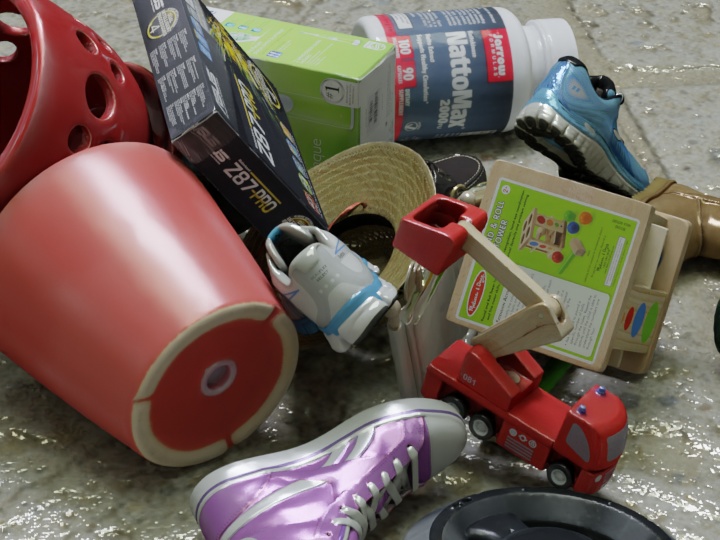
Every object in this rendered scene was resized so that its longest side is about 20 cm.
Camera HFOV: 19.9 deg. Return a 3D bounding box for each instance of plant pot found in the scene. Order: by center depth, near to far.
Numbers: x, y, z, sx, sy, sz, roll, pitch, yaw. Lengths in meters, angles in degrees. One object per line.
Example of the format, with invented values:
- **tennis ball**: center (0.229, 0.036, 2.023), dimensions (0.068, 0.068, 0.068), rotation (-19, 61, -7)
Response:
- **plant pot**: center (-0.150, 0.033, 1.472), dimensions (0.200, 0.201, 0.177), rotation (-20, 45, -33)
- **plant pot**: center (-0.251, -0.101, 1.561), dimensions (0.200, 0.201, 0.182), rotation (29, 3, 39)

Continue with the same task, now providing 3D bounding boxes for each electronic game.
- **electronic game**: center (0.124, 0.196, 1.328), dimensions (0.199, 0.042, 0.200), rotation (4, 22, -1)

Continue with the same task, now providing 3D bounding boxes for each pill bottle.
- **pill bottle**: center (0.097, -0.186, 1.922), dimensions (0.200, 0.120, 0.120), rotation (-6, 30, -13)

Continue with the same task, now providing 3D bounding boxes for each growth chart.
- **growth chart**: center (0.060, 0.027, 1.528), dimensions (0.018, 0.145, 0.200), rotation (5, 31, 20)

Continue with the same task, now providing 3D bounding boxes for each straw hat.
- **straw hat**: center (0.000, 0.000, 1.611), dimensions (0.201, 0.085, 0.201), rotation (-25, 44, 26)

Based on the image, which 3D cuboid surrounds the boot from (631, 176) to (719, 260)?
- **boot**: center (0.320, -0.019, 1.696), dimensions (0.200, 0.066, 0.175), rotation (15, 32, 19)

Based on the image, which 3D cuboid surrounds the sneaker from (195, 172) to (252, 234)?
- **sneaker**: center (-0.157, -0.011, 1.662), dimensions (0.200, 0.075, 0.116), rotation (-17, 38, -12)

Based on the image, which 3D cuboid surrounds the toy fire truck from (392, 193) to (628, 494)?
- **toy fire truck**: center (0.105, 0.051, 1.416), dimensions (0.200, 0.141, 0.049), rotation (31, 39, 19)

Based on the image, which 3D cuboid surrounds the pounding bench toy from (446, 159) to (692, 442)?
- **pounding bench toy**: center (0.152, 0.036, 1.545), dimensions (0.124, 0.200, 0.156), rotation (18, 2, 22)

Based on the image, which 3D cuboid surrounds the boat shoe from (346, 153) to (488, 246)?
- **boat shoe**: center (0.049, -0.065, 1.762), dimensions (0.073, 0.065, 0.200), rotation (17, 32, 28)

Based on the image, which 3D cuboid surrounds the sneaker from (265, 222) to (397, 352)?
- **sneaker**: center (-0.033, -0.002, 1.464), dimensions (0.075, 0.087, 0.200), rotation (-46, 11, -7)

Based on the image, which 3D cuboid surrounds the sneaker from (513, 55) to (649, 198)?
- **sneaker**: center (0.209, -0.120, 1.767), dimensions (0.078, 0.090, 0.200), rotation (17, -12, 32)

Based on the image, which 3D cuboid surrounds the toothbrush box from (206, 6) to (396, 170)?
- **toothbrush box**: center (-0.076, -0.137, 1.802), dimensions (0.200, 0.146, 0.086), rotation (15, 33, 21)

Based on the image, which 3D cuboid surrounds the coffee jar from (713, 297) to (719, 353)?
- **coffee jar**: center (0.370, 0.061, 1.535), dimensions (0.104, 0.086, 0.200), rotation (-17, 34, -36)

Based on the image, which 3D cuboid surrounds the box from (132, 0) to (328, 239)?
- **box**: center (-0.105, -0.124, 1.611), dimensions (0.049, 0.161, 0.200), rotation (-34, 42, 13)

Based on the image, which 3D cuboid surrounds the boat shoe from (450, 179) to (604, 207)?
- **boat shoe**: center (0.120, -0.040, 1.726), dimensions (0.200, 0.073, 0.063), rotation (-9, 22, -39)

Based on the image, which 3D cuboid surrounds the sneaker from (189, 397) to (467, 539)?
- **sneaker**: center (-0.001, 0.161, 1.366), dimensions (0.200, 0.073, 0.114), rotation (-22, 39, -17)

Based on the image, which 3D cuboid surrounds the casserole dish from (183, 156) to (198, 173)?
- **casserole dish**: center (-0.190, -0.083, 1.729), dimensions (0.121, 0.039, 0.200), rotation (-17, -1, -36)
